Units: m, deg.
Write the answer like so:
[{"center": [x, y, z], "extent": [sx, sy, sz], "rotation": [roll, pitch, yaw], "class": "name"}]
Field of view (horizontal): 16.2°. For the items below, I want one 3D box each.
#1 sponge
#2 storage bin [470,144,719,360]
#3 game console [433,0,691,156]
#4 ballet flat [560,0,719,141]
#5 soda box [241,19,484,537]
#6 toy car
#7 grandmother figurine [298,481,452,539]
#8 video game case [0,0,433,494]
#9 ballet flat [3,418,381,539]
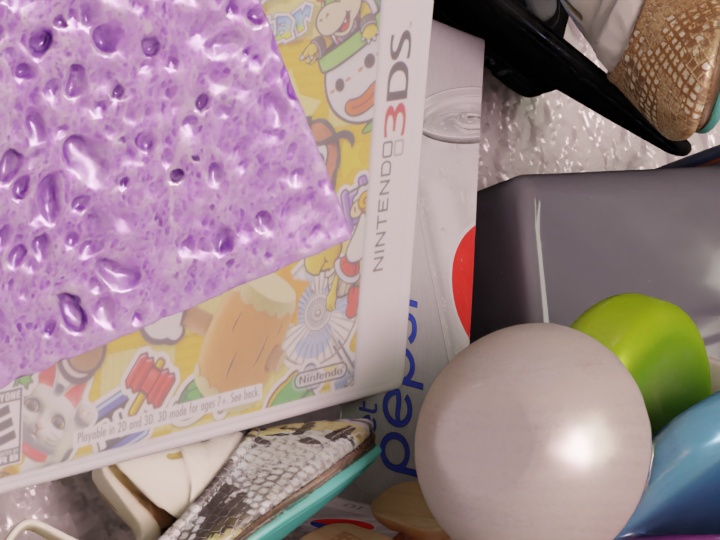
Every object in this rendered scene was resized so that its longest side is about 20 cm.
[{"center": [-0.112, -0.022, 0.735], "extent": [0.200, 0.030, 0.112], "rotation": [-23, 113, -10], "class": "sponge"}, {"center": [0.107, 0.046, 1.025], "extent": [0.134, 0.146, 0.200], "rotation": [1, 79, -33], "class": "storage bin"}, {"center": [0.051, -0.155, 1.023], "extent": [0.200, 0.116, 0.176], "rotation": [35, 58, -35], "class": "game console"}, {"center": [0.109, -0.112, 0.986], "extent": [0.065, 0.071, 0.200], "rotation": [19, 27, -5], "class": "ballet flat"}, {"center": [0.000, 0.000, 0.976], "extent": [0.068, 0.063, 0.200], "rotation": [18, 68, -39], "class": "soda box"}, {"center": [0.107, 0.110, 0.857], "extent": [0.175, 0.150, 0.200], "rotation": [15, 83, -56], "class": "toy car"}, {"center": [0.025, 0.183, 0.928], "extent": [0.121, 0.061, 0.200], "rotation": [-23, 115, -21], "class": "grandmother figurine"}, {"center": [-0.054, -0.030, 0.826], "extent": [0.200, 0.023, 0.182], "rotation": [-12, 113, -43], "class": "video game case"}, {"center": [-0.079, 0.098, 0.854], "extent": [0.200, 0.072, 0.072], "rotation": [-42, 109, -23], "class": "ballet flat"}]
